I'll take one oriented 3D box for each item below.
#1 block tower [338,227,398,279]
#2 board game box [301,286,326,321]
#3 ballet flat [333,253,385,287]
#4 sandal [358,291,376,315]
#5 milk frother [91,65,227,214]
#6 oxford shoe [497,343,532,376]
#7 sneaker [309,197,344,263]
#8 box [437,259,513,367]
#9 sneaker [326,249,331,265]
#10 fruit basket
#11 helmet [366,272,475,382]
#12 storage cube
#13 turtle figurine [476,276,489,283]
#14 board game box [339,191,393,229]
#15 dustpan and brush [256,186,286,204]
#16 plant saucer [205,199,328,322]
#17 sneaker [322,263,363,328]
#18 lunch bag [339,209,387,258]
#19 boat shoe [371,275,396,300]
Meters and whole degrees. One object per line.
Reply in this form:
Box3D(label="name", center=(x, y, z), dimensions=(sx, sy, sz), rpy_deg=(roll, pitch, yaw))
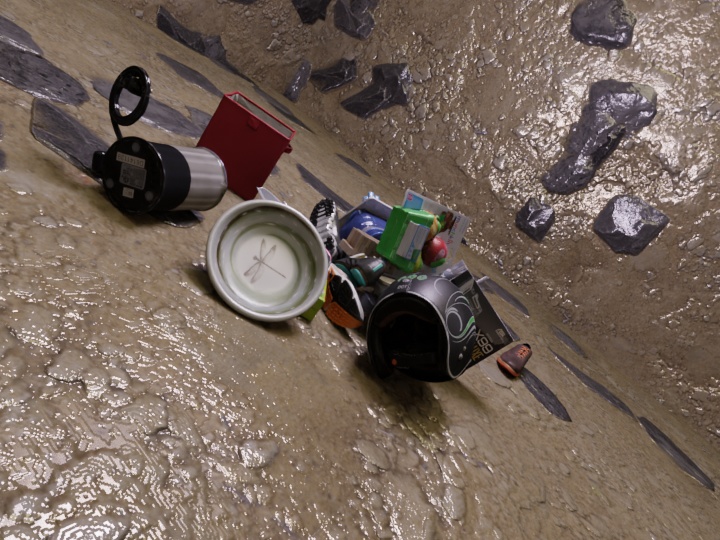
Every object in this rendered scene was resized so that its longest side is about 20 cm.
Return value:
Box3D(label="block tower", center=(0.050, -0.031, 1.182), dimensions=(0.198, 0.058, 0.054), rpy_deg=(25, 12, -31))
Box3D(label="board game box", center=(-0.155, 0.000, 0.915), dimensions=(0.199, 0.048, 0.102), rpy_deg=(33, 16, -13))
Box3D(label="ballet flat", center=(0.000, 0.000, 1.077), dimensions=(0.069, 0.068, 0.200), rpy_deg=(61, -17, -14))
Box3D(label="sandal", center=(0.073, 0.108, 1.031), dimensions=(0.200, 0.043, 0.076), rpy_deg=(46, 10, -36))
Box3D(label="milk frother", center=(-0.327, -0.209, 0.872), dimensions=(0.179, 0.201, 0.188), rpy_deg=(34, 15, 8))
Box3D(label="oxford shoe", center=(0.427, 0.235, 1.422), dimensions=(0.071, 0.073, 0.199), rpy_deg=(41, 17, 16))
Box3D(label="sneaker", center=(-0.074, -0.080, 1.214), dimensions=(0.091, 0.066, 0.202), rpy_deg=(61, 18, -47))
Box3D(label="box", center=(0.191, 0.102, 1.042), dimensions=(0.201, 0.157, 0.050), rpy_deg=(53, 12, -22))
Box3D(label="sneaker", center=(-0.147, -0.055, 0.977), dimensions=(0.198, 0.080, 0.095), rpy_deg=(27, -12, 7))
Box3D(label="fruit basket", center=(0.141, -0.055, 1.128), dimensions=(0.198, 0.187, 0.094), rpy_deg=(20, 8, -29))
Box3D(label="helmet", center=(0.110, 0.105, 0.907), dimensions=(0.200, 0.201, 0.190), rpy_deg=(41, 19, 17))
Box3D(label="storage cube", center=(-0.279, -0.300, 1.257), dimensions=(0.199, 0.181, 0.171), rpy_deg=(33, 16, -14))
Box3D(label="turtle figurine", center=(0.165, 0.088, 1.175), dimensions=(0.192, 0.203, 0.143), rpy_deg=(20, -12, -34))
Box3D(label="board game box", center=(0.026, -0.115, 1.361), dimensions=(0.199, 0.199, 0.026), rpy_deg=(22, 50, -40))
Box3D(label="dustpan and brush", center=(-0.149, -0.097, 1.169), dimensions=(0.140, 0.057, 0.201), rpy_deg=(57, -4, 46))
Box3D(label="plant saucer", center=(-0.150, -0.012, 0.832), dimensions=(0.197, 0.050, 0.203), rpy_deg=(9, 68, -23))
Box3D(label="sneaker", center=(-0.035, 0.041, 1.011), dimensions=(0.092, 0.076, 0.201), rpy_deg=(26, 20, -45))
Box3D(label="lunch bag", center=(0.046, -0.042, 1.287), dimensions=(0.198, 0.137, 0.133), rpy_deg=(20, 25, -39))
Box3D(label="boat shoe", center=(0.060, 0.051, 1.103), dimensions=(0.074, 0.069, 0.200), rpy_deg=(19, 0, 4))
